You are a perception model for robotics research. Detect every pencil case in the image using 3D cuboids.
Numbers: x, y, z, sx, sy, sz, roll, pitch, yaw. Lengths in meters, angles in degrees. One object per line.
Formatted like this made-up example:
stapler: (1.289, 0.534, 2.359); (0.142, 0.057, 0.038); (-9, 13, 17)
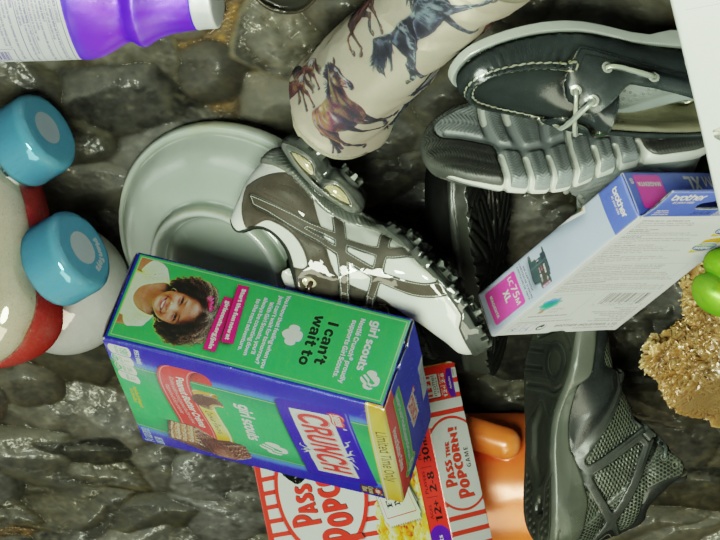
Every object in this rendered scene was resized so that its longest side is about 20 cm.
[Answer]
pencil case: (0.034, -0.155, 1.596); (0.078, 0.089, 0.200); (49, 132, 2)

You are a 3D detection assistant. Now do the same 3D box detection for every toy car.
toy car: (-0.234, -0.007, 1.787); (0.184, 0.177, 0.200); (-29, 158, 26)

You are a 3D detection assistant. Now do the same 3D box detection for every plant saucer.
plant saucer: (-0.091, -0.005, 1.752); (0.200, 0.050, 0.201); (13, 124, 21)

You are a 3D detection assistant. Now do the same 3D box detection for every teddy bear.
teddy bear: (0.289, 0.027, 1.799); (0.145, 0.067, 0.200); (8, 134, -9)

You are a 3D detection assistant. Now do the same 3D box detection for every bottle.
bottle: (-0.189, -0.177, 1.610); (0.199, 0.065, 0.084); (-2, 141, 10)

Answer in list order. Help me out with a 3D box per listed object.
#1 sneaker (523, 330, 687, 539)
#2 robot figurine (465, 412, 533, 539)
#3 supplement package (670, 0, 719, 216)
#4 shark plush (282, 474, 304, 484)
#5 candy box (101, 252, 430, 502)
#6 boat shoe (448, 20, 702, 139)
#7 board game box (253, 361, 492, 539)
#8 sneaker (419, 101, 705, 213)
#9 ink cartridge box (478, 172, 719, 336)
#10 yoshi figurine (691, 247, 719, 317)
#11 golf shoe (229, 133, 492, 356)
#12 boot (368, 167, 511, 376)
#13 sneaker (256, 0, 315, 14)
sneaker: (0.184, 0.106, 1.856); (0.114, 0.200, 0.076); (-3, -172, -24)
robot figurine: (0.097, 0.167, 1.949); (0.199, 0.117, 0.144); (-2, 176, 10)
supplement package: (0.261, -0.127, 1.508); (0.117, 0.117, 0.200); (-11, 115, 14)
shark plush: (-0.058, 0.087, 1.870); (0.091, 0.200, 0.083); (18, 106, -53)
candy box: (-0.059, 0.076, 1.693); (0.200, 0.077, 0.169); (12, 154, 12)
boat shoe: (0.154, -0.116, 1.586); (0.200, 0.060, 0.076); (-4, 152, -19)
board game box: (0.004, 0.161, 1.898); (0.046, 0.152, 0.200); (-8, 174, -45)
sneaker: (0.137, -0.060, 1.682); (0.199, 0.075, 0.116); (-4, 147, -6)
ink cartridge box: (0.183, -0.018, 1.679); (0.119, 0.042, 0.200); (-2, 154, -38)
yoshi figurine: (0.321, 0.044, 1.680); (0.200, 0.112, 0.112); (29, 141, 18)
golf shoe: (0.000, 0.000, 1.670); (0.200, 0.095, 0.078); (44, -178, 7)
boot: (0.021, -0.013, 1.769); (0.157, 0.079, 0.211); (10, 129, 17)
sneaker: (-0.056, -0.210, 1.518); (0.075, 0.106, 0.200); (3, 141, 4)
